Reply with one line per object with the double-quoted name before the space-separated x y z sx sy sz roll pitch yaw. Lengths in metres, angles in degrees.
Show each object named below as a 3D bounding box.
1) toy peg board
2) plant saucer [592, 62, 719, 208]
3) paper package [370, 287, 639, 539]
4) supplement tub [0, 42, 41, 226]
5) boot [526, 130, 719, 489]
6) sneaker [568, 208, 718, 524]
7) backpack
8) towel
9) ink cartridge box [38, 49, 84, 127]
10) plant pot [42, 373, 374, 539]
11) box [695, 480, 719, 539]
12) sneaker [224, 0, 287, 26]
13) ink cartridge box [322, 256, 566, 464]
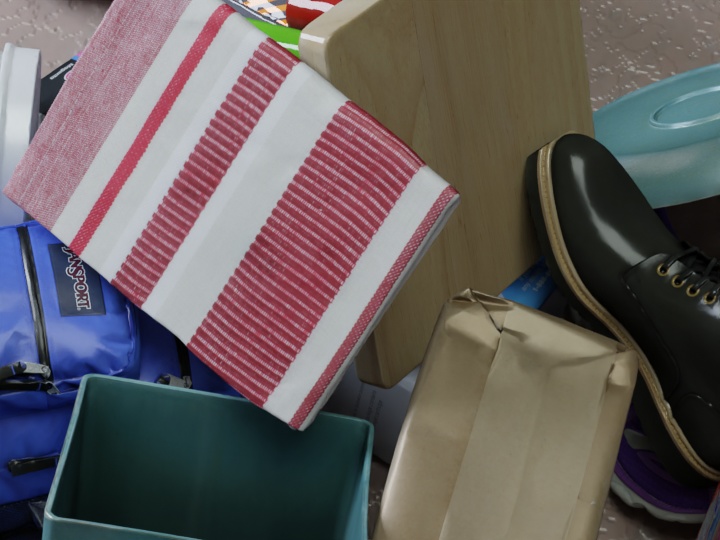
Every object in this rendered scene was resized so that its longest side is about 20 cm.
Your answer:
"toy peg board" 0.021 -0.082 1.334 0.097 0.201 0.199 16 40 35
"plant saucer" 0.198 -0.084 1.474 0.199 0.028 0.200 -17 17 5
"paper package" 0.053 0.148 1.262 0.103 0.200 0.191 17 54 3
"supplement tub" -0.276 -0.066 1.396 0.199 0.146 0.146 4 54 -5
"boot" 0.181 0.002 1.320 0.077 0.138 0.201 -35 95 -39
"sneaker" 0.160 0.045 1.424 0.080 0.084 0.201 -7 59 -13
"backpack" -0.150 0.056 1.318 0.199 0.168 0.163 -7 61 -13
"towel" -0.063 -0.038 1.223 0.200 0.144 0.023 39 17 19
"ink cartridge box" -0.109 -0.088 1.435 0.095 0.037 0.200 -37 33 -20
"plant pot" -0.082 0.177 1.211 0.141 0.201 0.141 10 23 -3
"box" 0.218 0.146 1.290 0.094 0.200 0.103 15 53 4
"sneaker" -0.028 -0.171 1.433 0.199 0.078 0.113 18 96 17
"ink cartridge box" 0.000 0.000 1.430 0.200 0.085 0.145 33 56 13
